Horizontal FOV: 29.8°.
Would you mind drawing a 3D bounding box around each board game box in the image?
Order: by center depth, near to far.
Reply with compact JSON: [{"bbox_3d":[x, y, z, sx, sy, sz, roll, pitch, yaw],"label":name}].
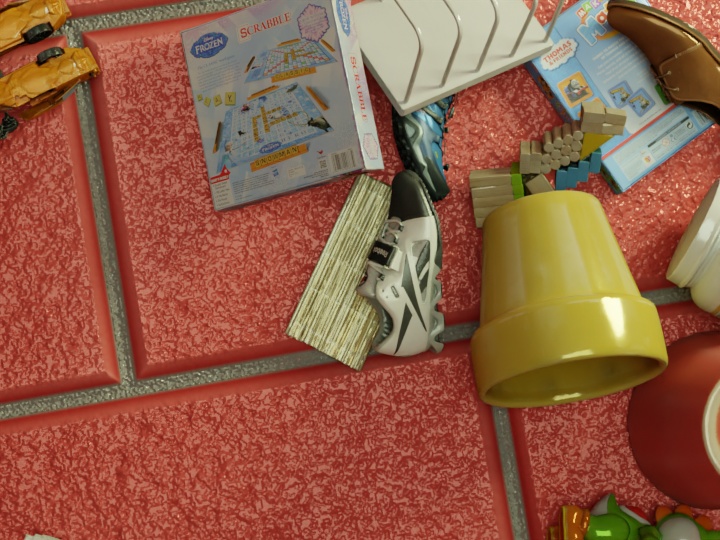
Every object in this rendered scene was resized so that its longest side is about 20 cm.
[{"bbox_3d":[-0.085,-0.181,1.425,0.199,0.041,0.201,-12,88,31],"label":"board game box"},{"bbox_3d":[0.289,-0.210,1.508,0.151,0.037,0.201,-35,90,-6],"label":"board game box"}]

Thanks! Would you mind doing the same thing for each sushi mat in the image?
[{"bbox_3d":[0.000,0.000,1.487,0.095,0.012,0.201,25,85,-2],"label":"sushi mat"}]

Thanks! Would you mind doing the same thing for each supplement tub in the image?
[{"bbox_3d":[0.443,0.001,1.448,0.199,0.144,0.145,28,85,6],"label":"supplement tub"}]

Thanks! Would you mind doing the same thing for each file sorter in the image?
[{"bbox_3d":[0.100,-0.282,1.413,0.199,0.125,0.139,-25,70,-21],"label":"file sorter"}]

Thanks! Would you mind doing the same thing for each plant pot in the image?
[{"bbox_3d":[0.205,0.028,1.421,0.199,0.201,0.190,-8,71,-4],"label":"plant pot"},{"bbox_3d":[0.400,0.160,1.425,0.198,0.177,0.202,0,86,-4],"label":"plant pot"}]

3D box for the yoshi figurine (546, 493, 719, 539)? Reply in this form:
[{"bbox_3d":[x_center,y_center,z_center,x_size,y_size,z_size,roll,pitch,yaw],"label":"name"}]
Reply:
[{"bbox_3d":[0.304,0.314,1.451,0.198,0.112,0.113,5,102,-6],"label":"yoshi figurine"}]

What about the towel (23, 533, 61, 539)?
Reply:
[{"bbox_3d":[-0.293,0.388,1.427,0.199,0.048,0.172,21,86,-3],"label":"towel"}]

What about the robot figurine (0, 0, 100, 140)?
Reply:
[{"bbox_3d":[-0.389,-0.211,1.449,0.199,0.058,0.146,-27,89,-6],"label":"robot figurine"}]

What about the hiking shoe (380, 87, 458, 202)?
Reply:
[{"bbox_3d":[0.075,-0.176,1.472,0.086,0.074,0.202,-15,88,-4],"label":"hiking shoe"}]

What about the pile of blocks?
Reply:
[{"bbox_3d":[0.206,-0.115,1.475,0.199,0.062,0.082,-30,106,17],"label":"pile of blocks"}]

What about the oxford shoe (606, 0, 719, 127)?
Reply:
[{"bbox_3d":[0.342,-0.222,1.461,0.199,0.071,0.072,34,86,-4],"label":"oxford shoe"}]

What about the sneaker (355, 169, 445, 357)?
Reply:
[{"bbox_3d":[0.038,-0.005,1.442,0.088,0.074,0.202,-6,95,-20],"label":"sneaker"}]
